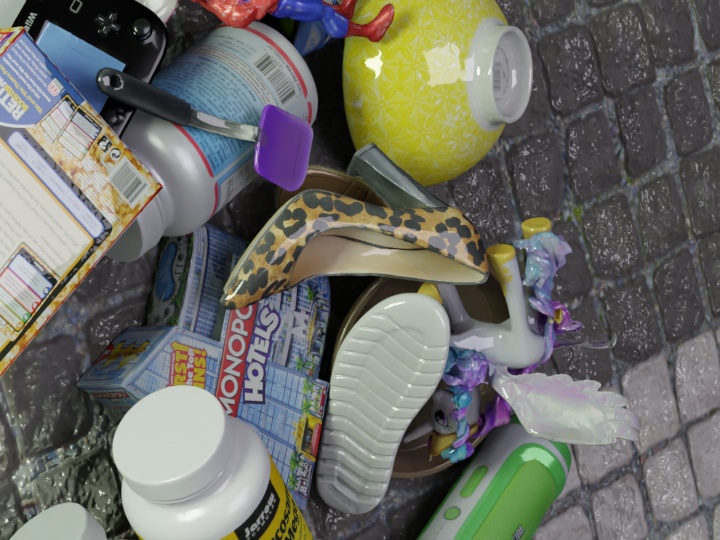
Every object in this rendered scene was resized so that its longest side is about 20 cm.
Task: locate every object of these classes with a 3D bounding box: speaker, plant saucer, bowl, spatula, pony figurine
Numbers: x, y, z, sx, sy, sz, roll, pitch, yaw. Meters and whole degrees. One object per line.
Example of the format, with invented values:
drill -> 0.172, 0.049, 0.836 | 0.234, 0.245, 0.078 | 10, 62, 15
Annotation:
speaker -> 0.104, 0.219, 1.732 | 0.200, 0.088, 0.089 | -52, 121, -33
plant saucer -> 0.051, 0.076, 1.691 | 0.199, 0.029, 0.202 | -13, 113, -32
bowl -> 0.079, -0.164, 1.684 | 0.200, 0.107, 0.202 | -14, 106, -58
spatula -> -0.108, -0.106, 1.445 | 0.199, 0.020, 0.057 | 18, 75, -37
pony figurine -> 0.124, 0.062, 1.646 | 0.167, 0.191, 0.201 | -96, -179, -64

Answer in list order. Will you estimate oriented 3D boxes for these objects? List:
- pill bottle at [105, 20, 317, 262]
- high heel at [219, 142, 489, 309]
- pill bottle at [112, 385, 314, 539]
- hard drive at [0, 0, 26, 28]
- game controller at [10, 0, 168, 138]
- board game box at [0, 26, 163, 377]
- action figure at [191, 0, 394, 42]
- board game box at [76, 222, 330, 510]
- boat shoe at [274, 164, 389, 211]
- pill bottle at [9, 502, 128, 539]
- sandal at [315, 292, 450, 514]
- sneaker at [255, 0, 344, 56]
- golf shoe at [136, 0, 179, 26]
pill bottle -> -0.130, -0.096, 1.512 | 0.200, 0.108, 0.109 | -44, 116, -36
high heel -> 0.000, 0.000, 1.529 | 0.142, 0.072, 0.200 | 41, 58, 12
pill bottle -> -0.106, 0.177, 1.471 | 0.113, 0.112, 0.201 | -59, 146, -29
hard drive -> -0.255, -0.181, 1.454 | 0.132, 0.025, 0.201 | 30, 67, -39
game controller -> -0.217, -0.111, 1.412 | 0.104, 0.042, 0.201 | 30, 76, -15
board game box -> -0.247, -0.037, 1.335 | 0.200, 0.046, 0.152 | -51, 118, -21
action figure -> -0.051, -0.228, 1.523 | 0.199, 0.065, 0.100 | -5, 124, -47
board game box -> -0.113, 0.064, 1.549 | 0.199, 0.061, 0.202 | 23, 72, -42
boat shoe -> -0.005, -0.042, 1.662 | 0.199, 0.065, 0.071 | 28, 103, -44
pill bottle -> -0.172, 0.264, 1.442 | 0.200, 0.112, 0.113 | 54, 54, -26
sandal -> 0.011, 0.100, 1.614 | 0.050, 0.082, 0.204 | -67, -179, -67
sneaker -> -0.079, -0.255, 1.595 | 0.089, 0.078, 0.201 | -44, 117, -39
golf shoe -> -0.155, -0.268, 1.493 | 0.091, 0.075, 0.201 | 42, 56, -40
